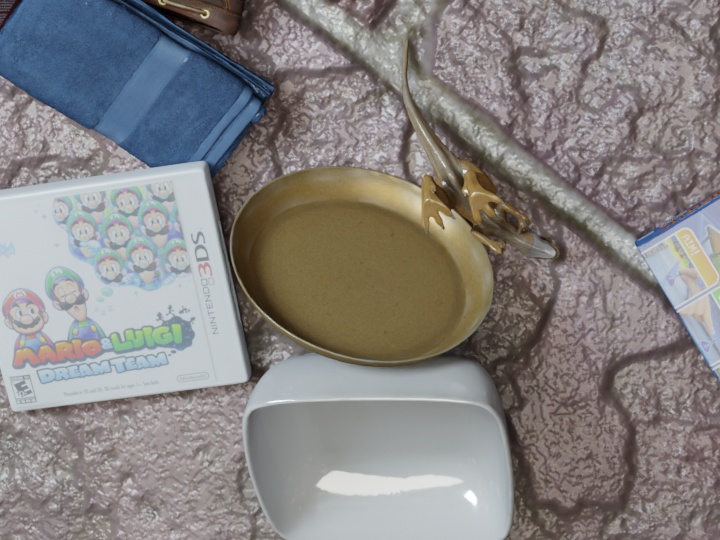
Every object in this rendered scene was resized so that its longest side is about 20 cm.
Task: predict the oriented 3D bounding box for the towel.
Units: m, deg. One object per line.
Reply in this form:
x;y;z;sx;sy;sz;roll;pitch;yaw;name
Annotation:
-0.174;-0.147;1.258;0.199;0.049;0.112;30;121;-23;towel

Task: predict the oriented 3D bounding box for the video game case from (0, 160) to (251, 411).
-0.199;0.015;1.313;0.199;0.024;0.183;-7;112;7;video game case

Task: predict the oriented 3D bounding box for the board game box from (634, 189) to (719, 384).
0.318;0.030;1.277;0.135;0.034;0.201;-31;95;9;board game box

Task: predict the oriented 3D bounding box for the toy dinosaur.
0.070;-0.070;1.265;0.060;0.106;0.200;-35;101;16;toy dinosaur

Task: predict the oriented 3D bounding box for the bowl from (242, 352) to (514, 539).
0.017;0.130;1.271;0.198;0.075;0.200;-2;138;7;bowl

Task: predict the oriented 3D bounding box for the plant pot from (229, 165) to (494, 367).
0.000;0.000;1.242;0.199;0.201;0.028;18;135;2;plant pot

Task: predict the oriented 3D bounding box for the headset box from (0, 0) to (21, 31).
-0.302;-0.263;1.229;0.149;0.075;0.200;50;119;20;headset box

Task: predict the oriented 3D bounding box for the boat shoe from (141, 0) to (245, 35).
-0.184;-0.219;1.269;0.199;0.070;0.071;8;98;6;boat shoe
